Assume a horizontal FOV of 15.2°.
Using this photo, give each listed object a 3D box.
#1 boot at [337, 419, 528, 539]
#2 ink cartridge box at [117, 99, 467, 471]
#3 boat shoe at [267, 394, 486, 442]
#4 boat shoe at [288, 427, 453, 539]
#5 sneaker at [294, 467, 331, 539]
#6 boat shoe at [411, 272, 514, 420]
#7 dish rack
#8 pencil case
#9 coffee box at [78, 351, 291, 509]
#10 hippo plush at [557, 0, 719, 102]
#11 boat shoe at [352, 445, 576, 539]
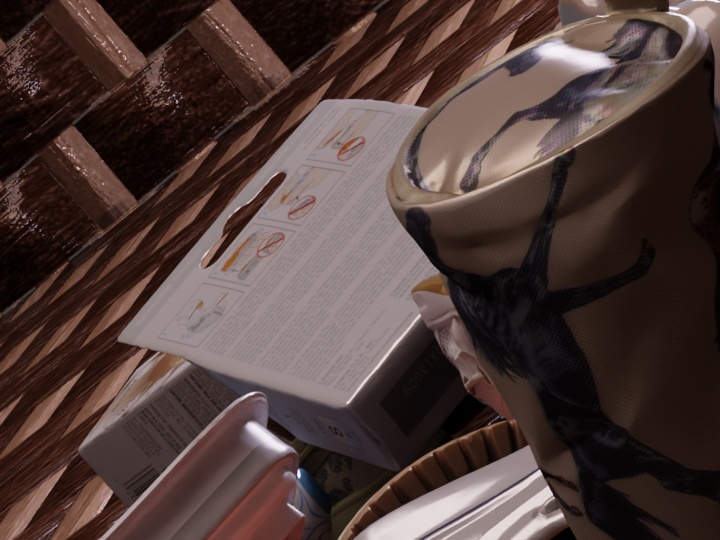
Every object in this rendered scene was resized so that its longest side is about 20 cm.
[{"bbox_3d":[0.001,0.125,0.949,0.200,0.075,0.107,-43,4,-7],"label":"boot"},{"bbox_3d":[0.000,0.000,1.189,0.160,0.047,0.200,-50,29,-18],"label":"ink cartridge box"},{"bbox_3d":[0.034,0.024,1.227,0.200,0.072,0.072,-28,39,38],"label":"boat shoe"},{"bbox_3d":[-0.038,0.101,1.242,0.200,0.063,0.073,-33,12,40],"label":"boat shoe"},{"bbox_3d":[-0.084,0.146,1.202,0.200,0.072,0.072,-30,14,40],"label":"sneaker"},{"bbox_3d":[0.068,0.022,0.956,0.071,0.069,0.200,-23,0,-5],"label":"boat shoe"},{"bbox_3d":[-0.078,0.154,1.012,0.172,0.044,0.200,-47,-18,-33],"label":"dish rack"},{"bbox_3d":[0.084,0.034,0.620,0.078,0.200,0.089,-13,23,49],"label":"pencil case"},{"bbox_3d":[-0.043,0.050,1.458,0.200,0.080,0.114,-37,10,23],"label":"coffee box"},{"bbox_3d":[0.172,-0.042,0.943,0.161,0.159,0.200,-25,-40,-15],"label":"hippo plush"},{"bbox_3d":[0.087,0.081,0.853,0.200,0.074,0.065,-34,40,10],"label":"boat shoe"}]
